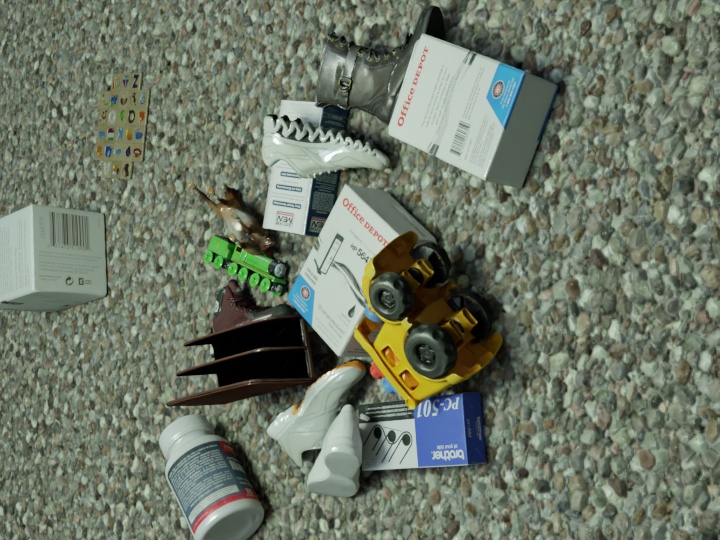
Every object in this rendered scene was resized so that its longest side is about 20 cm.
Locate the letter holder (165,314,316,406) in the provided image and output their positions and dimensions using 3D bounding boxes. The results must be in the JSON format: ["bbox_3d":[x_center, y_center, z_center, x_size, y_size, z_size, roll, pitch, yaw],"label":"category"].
[{"bbox_3d":[-0.189,0.136,1.737,0.198,0.141,0.103,-17,78,37],"label":"letter holder"}]

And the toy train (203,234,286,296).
[{"bbox_3d":[-0.187,-0.011,1.919,0.198,0.041,0.057,23,91,44],"label":"toy train"}]

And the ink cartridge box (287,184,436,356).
[{"bbox_3d":[0.000,0.000,1.685,0.146,0.083,0.202,44,116,38],"label":"ink cartridge box"}]

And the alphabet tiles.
[{"bbox_3d":[-0.456,-0.276,2.242,0.165,0.006,0.204,6,89,45],"label":"alphabet tiles"}]

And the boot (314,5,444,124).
[{"bbox_3d":[0.019,-0.306,1.689,0.172,0.069,0.203,28,107,25],"label":"boot"}]

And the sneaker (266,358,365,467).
[{"bbox_3d":[-0.048,0.213,1.743,0.200,0.075,0.092,-45,78,29],"label":"sneaker"}]

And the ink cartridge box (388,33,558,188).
[{"bbox_3d":[0.147,-0.215,1.571,0.199,0.083,0.148,32,107,43],"label":"ink cartridge box"}]

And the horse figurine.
[{"bbox_3d":[-0.194,-0.078,1.877,0.050,0.132,0.200,-46,59,5],"label":"horse figurine"}]

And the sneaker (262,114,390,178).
[{"bbox_3d":[-0.053,-0.172,1.730,0.196,0.075,0.083,15,100,8],"label":"sneaker"}]

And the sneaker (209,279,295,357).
[{"bbox_3d":[-0.184,0.060,1.884,0.199,0.075,0.118,-28,64,41],"label":"sneaker"}]

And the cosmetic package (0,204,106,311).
[{"bbox_3d":[-0.611,-0.019,2.257,0.198,0.163,0.168,-15,75,44],"label":"cosmetic package"}]

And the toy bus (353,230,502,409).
[{"bbox_3d":[0.060,0.080,1.567,0.201,0.135,0.192,51,133,3],"label":"toy bus"}]

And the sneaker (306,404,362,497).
[{"bbox_3d":[-0.029,0.261,1.684,0.201,0.074,0.090,112,166,-57],"label":"sneaker"}]

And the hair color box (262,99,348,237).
[{"bbox_3d":[-0.085,-0.157,1.815,0.099,0.060,0.204,11,93,44],"label":"hair color box"}]

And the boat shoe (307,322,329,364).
[{"bbox_3d":[-0.123,0.147,1.811,0.200,0.072,0.066,-40,54,35],"label":"boat shoe"}]

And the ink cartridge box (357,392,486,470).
[{"bbox_3d":[0.082,0.224,1.616,0.198,0.044,0.096,-12,79,44],"label":"ink cartridge box"}]

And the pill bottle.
[{"bbox_3d":[-0.246,0.336,1.881,0.120,0.118,0.201,-53,53,27],"label":"pill bottle"}]
